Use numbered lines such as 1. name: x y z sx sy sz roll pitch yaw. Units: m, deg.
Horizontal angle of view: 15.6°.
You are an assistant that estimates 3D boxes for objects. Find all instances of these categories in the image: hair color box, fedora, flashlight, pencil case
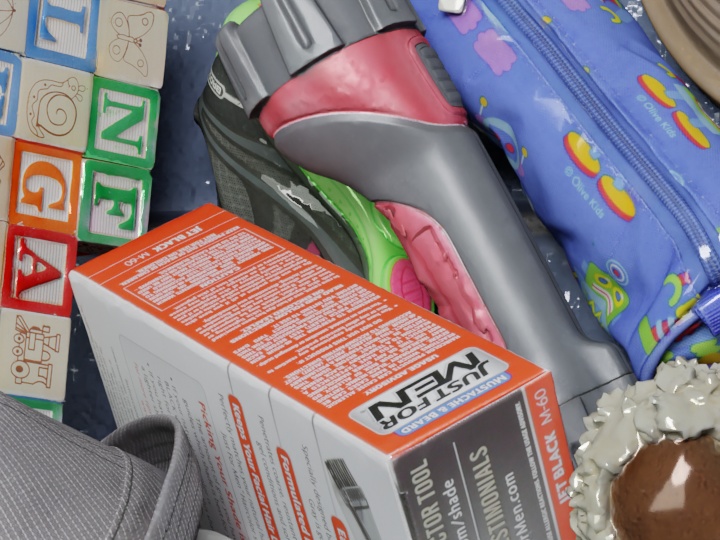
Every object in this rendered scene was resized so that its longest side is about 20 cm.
1. hair color box: -0.009 0.061 0.835 0.064 0.111 0.200 -27 29 -23
2. fedora: -0.137 0.112 0.803 0.200 0.090 0.177 -50 17 15
3. flashlight: 0.024 -0.003 0.849 0.068 0.068 0.201 -22 79 -24
4. pencil case: 0.077 -0.046 0.880 0.078 0.087 0.200 -37 64 4

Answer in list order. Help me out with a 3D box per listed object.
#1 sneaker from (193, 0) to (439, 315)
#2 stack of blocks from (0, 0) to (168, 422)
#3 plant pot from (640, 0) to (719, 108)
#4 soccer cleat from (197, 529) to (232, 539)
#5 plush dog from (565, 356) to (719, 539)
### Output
1. sneaker: 0.000 0.000 0.924 0.084 0.076 0.201 -45 63 50
2. stack of blocks: -0.134 -0.028 0.903 0.058 0.115 0.201 -6 77 51
3. plant pot: 0.171 -0.140 0.857 0.200 0.093 0.202 -8 72 26
4. soccer cleat: -0.080 0.179 0.815 0.070 0.086 0.201 24 92 1
5. plush dog: 0.168 0.074 0.792 0.200 0.160 0.172 43 82 1
